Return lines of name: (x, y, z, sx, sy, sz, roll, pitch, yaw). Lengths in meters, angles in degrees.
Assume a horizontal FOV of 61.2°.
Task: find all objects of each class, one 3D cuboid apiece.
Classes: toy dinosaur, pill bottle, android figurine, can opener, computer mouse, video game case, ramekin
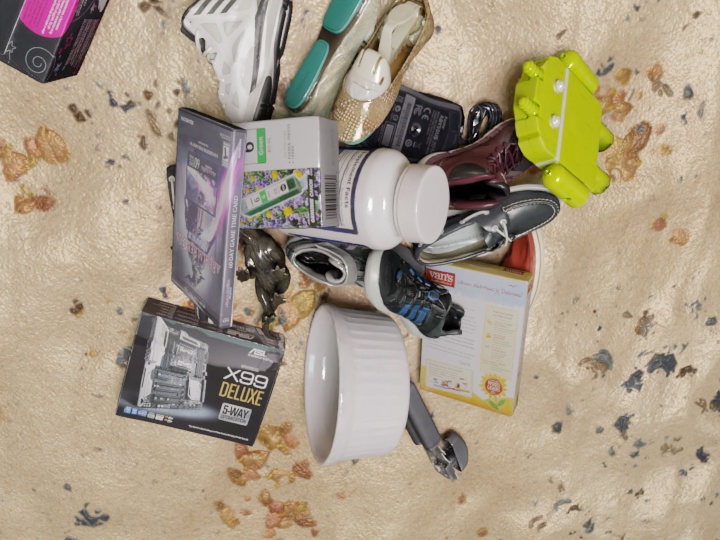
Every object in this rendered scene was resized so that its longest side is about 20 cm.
toy dinosaur: (-0.116, 0.001, 0.780, 0.075, 0.103, 0.203, -14, 126, 9)
pill bottle: (-0.003, -0.085, 0.699, 0.196, 0.110, 0.114, 10, 116, 32)
android figurine: (0.248, -0.175, 0.737, 0.198, 0.041, 0.186, 27, 68, -38)
can opener: (0.108, 0.238, 0.933, 0.067, 0.053, 0.203, -39, 115, -27)
computer mouse: (0.072, -0.171, 0.764, 0.196, 0.053, 0.141, 14, 107, -26)
video game case: (-0.167, -0.060, 0.653, 0.019, 0.142, 0.205, -5, 112, -37)
ramekin: (-0.008, 0.147, 0.797, 0.095, 0.201, 0.205, 3, 111, -17)

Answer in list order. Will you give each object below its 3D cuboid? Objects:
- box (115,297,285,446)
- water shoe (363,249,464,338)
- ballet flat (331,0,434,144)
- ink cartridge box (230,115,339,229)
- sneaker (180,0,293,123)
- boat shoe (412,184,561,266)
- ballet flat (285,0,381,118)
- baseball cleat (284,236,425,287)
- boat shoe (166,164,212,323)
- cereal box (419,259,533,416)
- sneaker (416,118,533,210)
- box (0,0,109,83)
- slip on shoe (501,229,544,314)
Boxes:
box: (-0.218, 0.143, 0.840, 0.196, 0.050, 0.161, 17, 107, -14)
water shoe: (0.073, 0.027, 0.752, 0.077, 0.073, 0.200, -2, 156, 29)
ballet flat: (0.022, -0.234, 0.675, 0.069, 0.066, 0.203, 21, 69, 14)
ink cartridge box: (-0.120, -0.101, 0.659, 0.195, 0.050, 0.112, 1, 96, 22)
sneaker: (-0.154, -0.232, 0.704, 0.113, 0.076, 0.205, 16, 105, -1)
boat shoe: (0.161, -0.050, 0.780, 0.196, 0.061, 0.076, -18, 128, 24)
ballet flat: (-0.021, -0.264, 0.715, 0.062, 0.068, 0.202, 16, 114, -43)
baseball cleat: (0.000, 0.000, 0.783, 0.195, 0.107, 0.071, 7, 107, -14)
boat shoe: (-0.208, -0.032, 0.762, 0.059, 0.074, 0.205, -1, 108, -7)
cereal box: (0.155, 0.088, 0.841, 0.141, 0.039, 0.205, 13, 114, 27)
sneaker: (0.168, -0.117, 0.728, 0.197, 0.116, 0.077, -25, 119, -10)
box: (-0.324, -0.316, 0.613, 0.130, 0.115, 0.202, 27, 104, -16)
slip on shoe: (0.207, 0.023, 0.846, 0.060, 0.074, 0.204, 8, 114, -8)
